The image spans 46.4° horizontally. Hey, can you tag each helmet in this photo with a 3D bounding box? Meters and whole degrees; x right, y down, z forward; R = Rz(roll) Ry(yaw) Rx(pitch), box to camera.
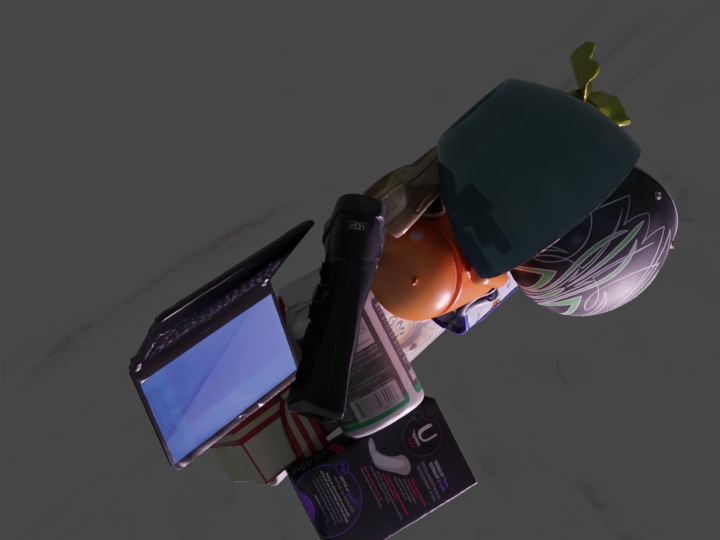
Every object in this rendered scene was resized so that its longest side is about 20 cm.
[{"bbox_3d":[0.267,-0.042,0.997,0.200,0.200,0.191,-40,-165,14],"label":"helmet"}]

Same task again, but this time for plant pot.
[{"bbox_3d":[0.154,-0.108,0.833,0.200,0.135,0.200,-41,-174,5],"label":"plant pot"}]

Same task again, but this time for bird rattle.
[{"bbox_3d":[0.230,-0.183,1.058,0.199,0.113,0.163,-36,-173,-9],"label":"bird rattle"}]

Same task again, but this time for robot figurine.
[{"bbox_3d":[0.087,-0.009,0.965,0.199,0.144,0.117,-19,151,-49],"label":"robot figurine"}]

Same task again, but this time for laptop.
[{"bbox_3d":[-0.112,0.073,0.780,0.177,0.104,0.200,-36,175,-35],"label":"laptop"}]

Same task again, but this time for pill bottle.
[{"bbox_3d":[-0.014,0.090,1.021,0.112,0.201,0.113,-27,-179,1],"label":"pill bottle"}]

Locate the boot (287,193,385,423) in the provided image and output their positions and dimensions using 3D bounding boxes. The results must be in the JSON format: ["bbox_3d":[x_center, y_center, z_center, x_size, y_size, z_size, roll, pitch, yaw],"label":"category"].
[{"bbox_3d":[-0.021,0.048,0.813,0.165,0.065,0.202,88,10,-73],"label":"boot"}]

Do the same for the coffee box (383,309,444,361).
[{"bbox_3d":[0.032,0.067,1.337,0.113,0.080,0.199,-45,135,19],"label":"coffee box"}]

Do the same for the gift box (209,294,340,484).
[{"bbox_3d":[-0.118,0.153,1.108,0.200,0.185,0.187,-40,-175,-26],"label":"gift box"}]

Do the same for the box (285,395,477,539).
[{"bbox_3d":[0.022,0.254,1.045,0.199,0.123,0.106,-28,-178,-11],"label":"box"}]

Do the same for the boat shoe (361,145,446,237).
[{"bbox_3d":[0.070,-0.085,0.921,0.071,0.065,0.200,-42,174,39],"label":"boat shoe"}]

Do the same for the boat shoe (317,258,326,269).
[{"bbox_3d":[-0.008,0.051,1.156,0.074,0.200,0.066,2,-138,29],"label":"boat shoe"}]

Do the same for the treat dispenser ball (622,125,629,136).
[{"bbox_3d":[0.319,-0.162,1.298,0.200,0.201,0.201,-38,176,-3],"label":"treat dispenser ball"}]

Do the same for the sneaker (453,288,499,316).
[{"bbox_3d":[0.162,-0.033,1.091,0.200,0.108,0.070,-50,161,3],"label":"sneaker"}]

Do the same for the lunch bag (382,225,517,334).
[{"bbox_3d":[0.141,-0.022,1.269,0.170,0.201,0.124,-34,174,-39],"label":"lunch bag"}]

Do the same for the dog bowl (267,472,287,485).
[{"bbox_3d":[-0.172,0.241,1.342,0.079,0.200,0.200,-40,177,-27],"label":"dog bowl"}]

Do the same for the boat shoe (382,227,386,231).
[{"bbox_3d":[0.000,0.000,1.194,0.200,0.071,0.069,-45,149,24],"label":"boat shoe"}]
